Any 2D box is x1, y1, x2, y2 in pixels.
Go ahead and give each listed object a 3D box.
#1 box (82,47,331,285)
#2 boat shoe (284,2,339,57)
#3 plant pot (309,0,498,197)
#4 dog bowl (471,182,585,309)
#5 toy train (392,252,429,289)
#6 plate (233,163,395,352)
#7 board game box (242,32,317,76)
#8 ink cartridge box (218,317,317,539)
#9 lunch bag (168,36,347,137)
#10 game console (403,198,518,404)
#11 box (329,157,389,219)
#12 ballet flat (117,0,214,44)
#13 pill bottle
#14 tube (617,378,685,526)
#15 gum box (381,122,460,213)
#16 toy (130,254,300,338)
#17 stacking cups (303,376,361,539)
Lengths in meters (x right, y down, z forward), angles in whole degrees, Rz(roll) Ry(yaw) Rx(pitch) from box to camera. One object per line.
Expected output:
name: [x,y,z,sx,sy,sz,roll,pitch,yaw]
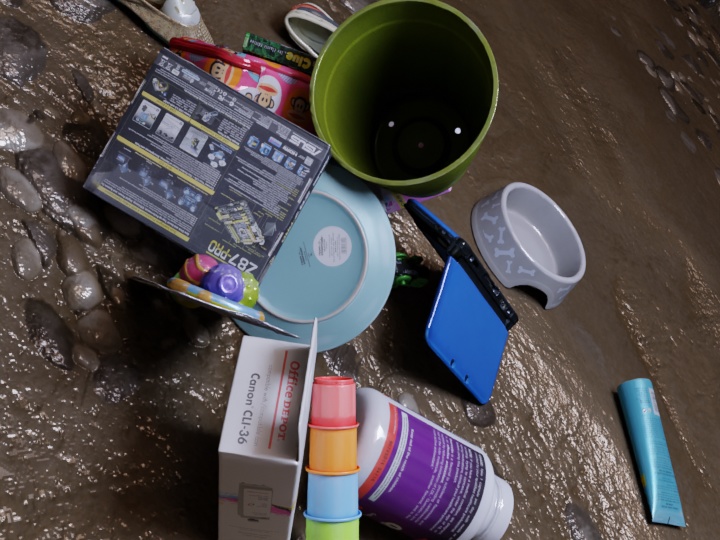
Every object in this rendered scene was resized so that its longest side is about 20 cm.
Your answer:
box: [-0.150,-0.100,0.902,0.198,0.049,0.163,29,84,0]
boat shoe: [-0.023,-0.306,1.285,0.199,0.071,0.063,38,24,-5]
plant pot: [0.059,-0.170,1.020,0.202,0.198,0.193,59,4,13]
dog bowl: [0.258,-0.044,1.356,0.198,0.059,0.203,26,43,-27]
toy train: [0.000,0.000,1.071,0.197,0.056,0.043,8,62,-40]
plate: [-0.059,-0.015,0.940,0.200,0.200,0.026,47,-3,-2]
board game box: [-0.092,-0.249,1.097,0.103,0.024,0.200,16,5,-8]
ink cartridge box: [-0.079,0.139,0.761,0.066,0.202,0.118,8,46,-3]
lunch bag: [-0.131,-0.202,1.047,0.198,0.083,0.175,14,7,-45]
game console: [0.107,0.039,1.112,0.171,0.118,0.200,44,-3,42]
box: [-0.020,-0.125,1.111,0.082,0.049,0.202,42,22,-35]
ballet flat: [-0.251,-0.336,1.097,0.198,0.065,0.071,33,41,-20]
pill bottle: [0.057,0.208,0.910,0.198,0.112,0.114,31,41,-21]
tube: [0.409,0.255,1.269,0.076,0.050,0.203,14,55,-31]
gum box: [0.076,-0.171,1.226,0.067,0.112,0.202,55,34,-27]
toy: [-0.134,0.015,0.827,0.114,0.199,0.048,22,81,-25]
stacking cups: [-0.029,0.198,0.808,0.060,0.060,0.205,0,87,-43]
